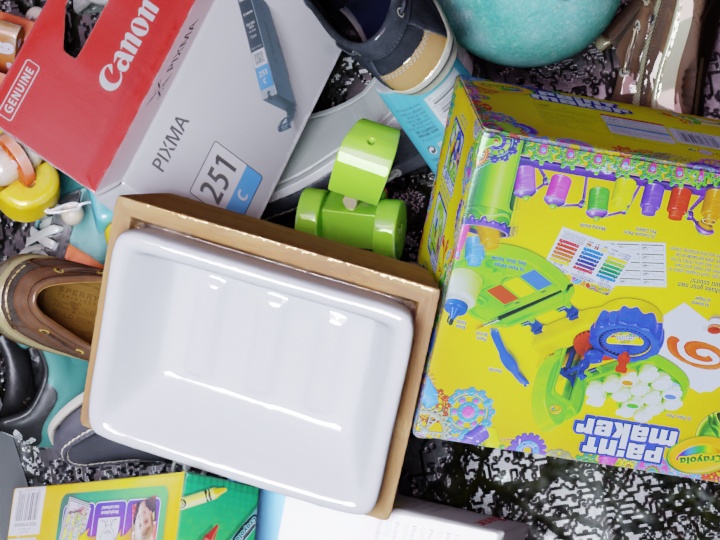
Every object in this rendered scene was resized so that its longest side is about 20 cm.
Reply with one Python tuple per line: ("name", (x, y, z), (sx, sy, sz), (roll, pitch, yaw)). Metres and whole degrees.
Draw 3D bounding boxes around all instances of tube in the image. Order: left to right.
("tube", (0.085, -0.056, 1.643), (0.077, 0.050, 0.200), (-33, 116, 12))

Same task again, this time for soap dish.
("soap dish", (-0.058, 0.045, 1.559), (0.199, 0.081, 0.158), (16, 118, 9))

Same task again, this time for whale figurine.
("whale figurine", (0.110, -0.221, 1.609), (0.158, 0.104, 0.201), (1, 111, -22))

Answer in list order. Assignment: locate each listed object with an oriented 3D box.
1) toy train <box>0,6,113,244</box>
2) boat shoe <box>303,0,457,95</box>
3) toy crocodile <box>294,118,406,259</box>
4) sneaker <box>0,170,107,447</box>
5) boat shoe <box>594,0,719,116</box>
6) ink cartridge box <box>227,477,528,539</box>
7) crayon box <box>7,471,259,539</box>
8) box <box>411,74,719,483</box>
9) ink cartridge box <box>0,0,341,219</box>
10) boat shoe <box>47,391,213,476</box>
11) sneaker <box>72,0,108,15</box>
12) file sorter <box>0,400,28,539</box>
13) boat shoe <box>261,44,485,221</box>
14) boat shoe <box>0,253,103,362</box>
("toy train", (-0.180, -0.096, 1.678), (0.199, 0.056, 0.151), (22, 64, 8))
("boat shoe", (-0.006, -0.183, 1.605), (0.075, 0.062, 0.200), (-46, 44, 17))
("toy crocodile", (0.000, 0.000, 1.659), (0.067, 0.062, 0.201), (7, 123, 14))
("sneaker", (-0.199, 0.014, 1.704), (0.079, 0.071, 0.202), (3, 89, -33))
("boat shoe", (0.181, -0.145, 1.653), (0.074, 0.075, 0.204), (10, 90, 17))
("ink cartridge box", (0.015, 0.205, 1.640), (0.199, 0.129, 0.126), (12, 90, 12))
("crayon box", (-0.147, 0.191, 1.615), (0.199, 0.058, 0.120), (-10, 70, 51))
("box", (0.140, 0.005, 1.573), (0.198, 0.122, 0.194), (10, 108, -9))
("ink cartridge box", (-0.114, -0.127, 1.632), (0.176, 0.045, 0.201), (36, 62, -22))
("boat shoe", (-0.103, 0.099, 1.658), (0.199, 0.073, 0.063), (-14, 59, 10))
("sneaker", (-0.170, -0.217, 1.722), (0.088, 0.074, 0.200), (-42, 81, 5))
("file sorter", (-0.311, 0.106, 1.705), (0.124, 0.139, 0.201), (-19, 84, 13))
("boat shoe", (-0.005, -0.073, 1.687), (0.199, 0.076, 0.060), (-26, 127, 15))
("boat shoe", (-0.134, 0.038, 1.665), (0.199, 0.067, 0.073), (15, 86, -25))
